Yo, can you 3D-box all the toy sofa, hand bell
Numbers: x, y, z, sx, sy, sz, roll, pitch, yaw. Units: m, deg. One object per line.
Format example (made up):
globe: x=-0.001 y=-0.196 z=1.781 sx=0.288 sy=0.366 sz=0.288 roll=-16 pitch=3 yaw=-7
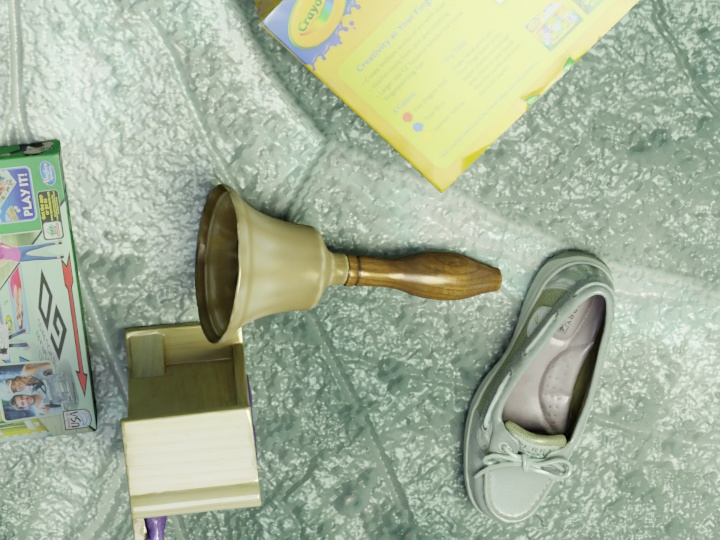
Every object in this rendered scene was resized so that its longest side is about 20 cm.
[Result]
toy sofa: x=-0.108 y=0.106 z=1.448 sx=0.083 sy=0.200 sz=0.098 roll=-6 pitch=105 yaw=-4
hand bell: x=0.000 y=0.000 z=1.489 sx=0.199 sy=0.104 sz=0.104 roll=3 pitch=112 yaw=-19

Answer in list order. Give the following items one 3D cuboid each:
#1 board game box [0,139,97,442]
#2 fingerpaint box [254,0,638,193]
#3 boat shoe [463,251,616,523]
board game box: x=-0.252 y=0.019 z=1.492 sx=0.134 sy=0.029 sz=0.200 roll=-7 pitch=112 yaw=-4
fingerpaint box: x=0.060 y=-0.181 z=1.418 sx=0.167 sy=0.073 sz=0.200 roll=41 pitch=102 yaw=-19
boat shoe: x=0.124 y=0.088 z=1.533 sx=0.074 sy=0.065 sz=0.202 roll=18 pitch=109 yaw=-12
